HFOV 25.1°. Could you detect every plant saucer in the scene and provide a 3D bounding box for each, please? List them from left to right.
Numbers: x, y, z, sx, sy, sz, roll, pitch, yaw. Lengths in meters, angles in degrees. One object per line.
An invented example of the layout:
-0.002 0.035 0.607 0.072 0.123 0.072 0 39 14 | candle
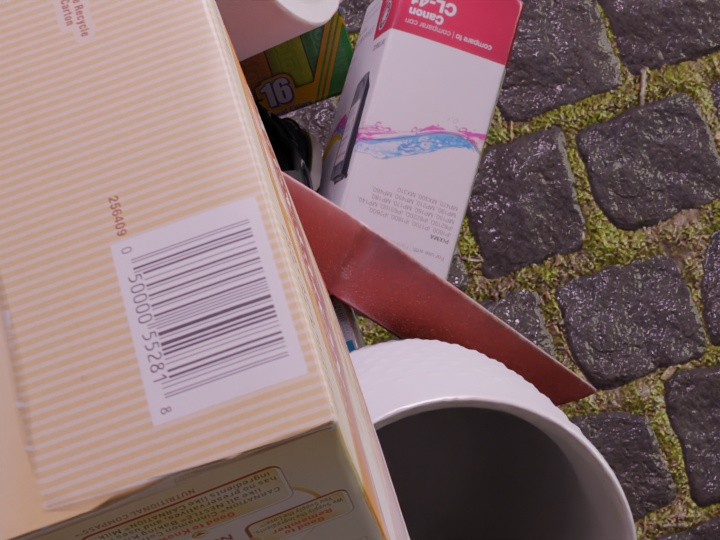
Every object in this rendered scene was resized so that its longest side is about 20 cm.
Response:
0.000 0.000 0.836 0.199 0.037 0.199 33 0 -43 | plant saucer

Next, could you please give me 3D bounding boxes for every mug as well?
0.009 0.085 0.701 0.200 0.148 0.175 47 1 -13 | mug

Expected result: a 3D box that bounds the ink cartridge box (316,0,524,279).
0.027 -0.083 1.063 0.148 0.085 0.202 167 -58 -78 | ink cartridge box

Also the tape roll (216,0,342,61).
-0.087 -0.226 0.952 0.203 0.070 0.204 51 28 -40 | tape roll

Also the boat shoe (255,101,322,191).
-0.060 -0.039 0.988 0.066 0.074 0.200 45 29 -31 | boat shoe

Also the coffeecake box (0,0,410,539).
-0.041 0.026 0.423 0.200 0.072 0.155 72 -1 -60 | coffeecake box

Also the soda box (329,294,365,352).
-0.028 0.057 1.104 0.200 0.063 0.069 36 35 -88 | soda box

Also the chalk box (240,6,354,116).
-0.089 -0.219 1.135 0.124 0.123 0.201 -108 178 -53 | chalk box
